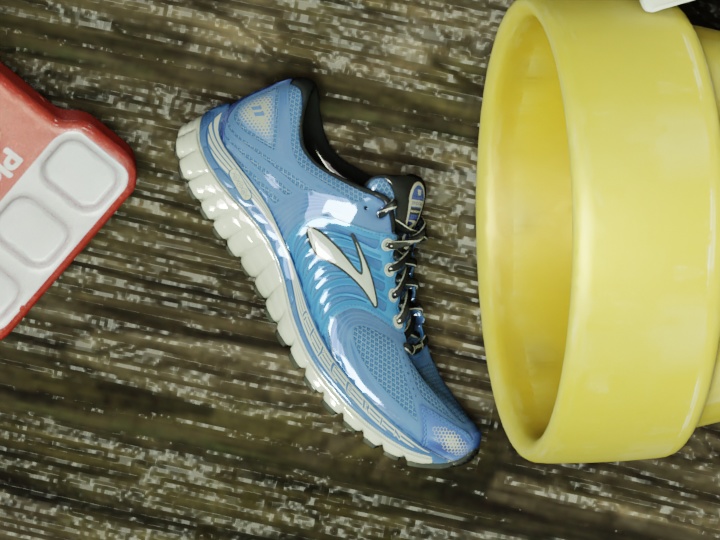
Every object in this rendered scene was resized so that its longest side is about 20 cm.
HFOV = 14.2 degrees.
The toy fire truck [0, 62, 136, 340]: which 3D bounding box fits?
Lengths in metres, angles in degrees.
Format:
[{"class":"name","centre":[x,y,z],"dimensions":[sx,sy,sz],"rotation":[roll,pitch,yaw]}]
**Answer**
[{"class":"toy fire truck","centre":[-0.222,-0.021,1.329],"dimensions":[0.168,0.112,0.200],"rotation":[39,98,-15]}]

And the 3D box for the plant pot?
[{"class":"plant pot","centre":[0.159,-0.020,1.245],"dimensions":[0.188,0.201,0.202],"rotation":[-2,93,-10]}]

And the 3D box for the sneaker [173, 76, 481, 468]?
[{"class":"sneaker","centre":[0.000,0.000,1.311],"dimensions":[0.089,0.079,0.200],"rotation":[-33,89,10]}]

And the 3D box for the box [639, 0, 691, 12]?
[{"class":"box","centre":[0.184,-0.238,1.201],"dimensions":[0.199,0.199,0.131],"rotation":[-15,133,7]}]
